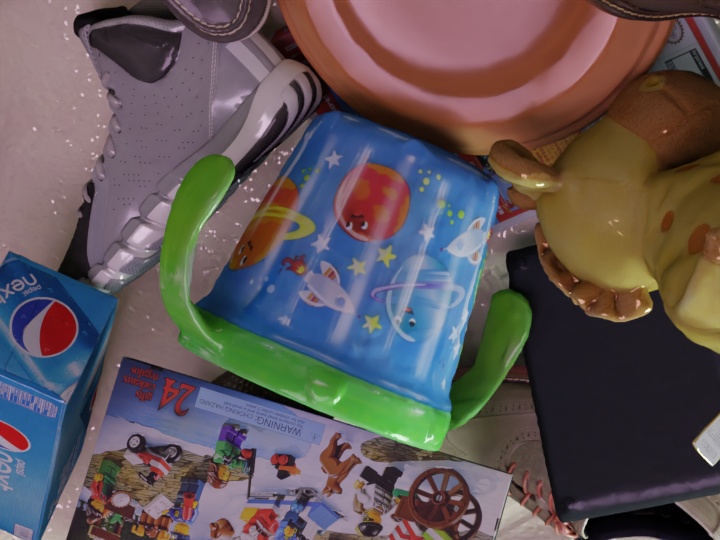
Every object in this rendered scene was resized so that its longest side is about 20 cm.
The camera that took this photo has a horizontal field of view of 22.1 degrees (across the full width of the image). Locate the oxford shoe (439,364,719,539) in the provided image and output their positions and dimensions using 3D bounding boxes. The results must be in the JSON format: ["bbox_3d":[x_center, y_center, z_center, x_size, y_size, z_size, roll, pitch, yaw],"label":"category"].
[{"bbox_3d":[0.101,0.101,0.968,0.199,0.075,0.071,6,140,13],"label":"oxford shoe"}]

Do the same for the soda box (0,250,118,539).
[{"bbox_3d":[-0.181,0.074,0.993,0.064,0.068,0.200,24,148,-2],"label":"soda box"}]

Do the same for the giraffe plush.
[{"bbox_3d":[0.154,-0.023,0.812,0.162,0.200,0.173,30,151,45],"label":"giraffe plush"}]

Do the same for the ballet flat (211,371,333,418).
[{"bbox_3d":[-0.038,0.060,1.010,0.067,0.046,0.200,33,130,-26],"label":"ballet flat"}]

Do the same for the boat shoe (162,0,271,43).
[{"bbox_3d":[-0.093,-0.195,0.824,0.067,0.057,0.201,-11,104,19],"label":"boat shoe"}]

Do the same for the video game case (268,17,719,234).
[{"bbox_3d":[0.072,-0.094,0.894,0.199,0.017,0.143,-23,113,26],"label":"video game case"}]

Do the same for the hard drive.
[{"bbox_3d":[0.178,0.036,0.897,0.199,0.033,0.140,-14,81,22],"label":"hard drive"}]

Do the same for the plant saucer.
[{"bbox_3d":[0.048,-0.145,0.837,0.199,0.037,0.201,7,114,17],"label":"plant saucer"}]

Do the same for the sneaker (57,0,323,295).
[{"bbox_3d":[-0.115,-0.073,0.935,0.116,0.075,0.200,49,123,0],"label":"sneaker"}]

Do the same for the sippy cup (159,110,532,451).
[{"bbox_3d":[0.000,0.000,0.869,0.139,0.178,0.131,23,89,20],"label":"sippy cup"}]

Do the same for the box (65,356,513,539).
[{"bbox_3d":[-0.040,0.136,0.897,0.199,0.038,0.137,16,83,5],"label":"box"}]

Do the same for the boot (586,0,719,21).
[{"bbox_3d":[0.161,-0.139,0.757,0.199,0.075,0.097,13,165,-34],"label":"boot"}]
